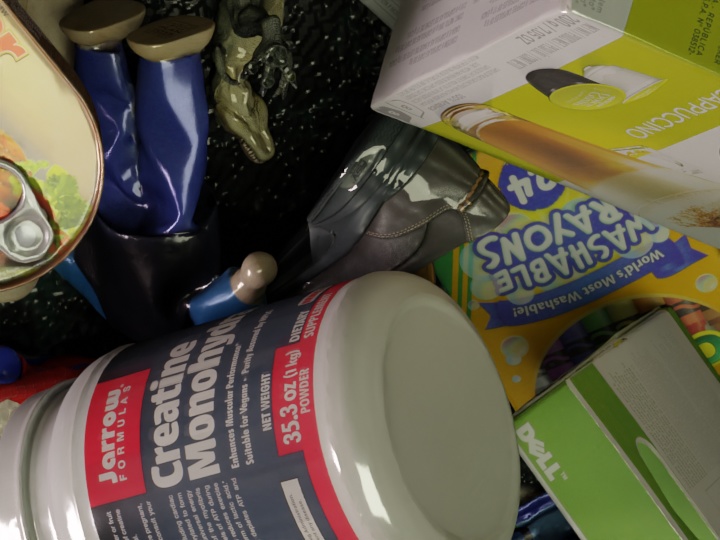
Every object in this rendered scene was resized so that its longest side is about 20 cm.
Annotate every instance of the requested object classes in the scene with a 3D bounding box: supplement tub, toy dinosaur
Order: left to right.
[{"bbox_3d":[-0.045,0.088,1.294,0.200,0.140,0.141,-17,120,29],"label":"supplement tub"},{"bbox_3d":[-0.037,-0.131,1.333,0.047,0.088,0.200,3,115,-22],"label":"toy dinosaur"}]

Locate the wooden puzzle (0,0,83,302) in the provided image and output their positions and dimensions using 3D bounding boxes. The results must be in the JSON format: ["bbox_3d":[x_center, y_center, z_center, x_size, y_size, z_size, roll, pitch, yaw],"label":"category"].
[{"bbox_3d":[-0.231,-0.078,1.353,0.199,0.037,0.185,6,113,-13],"label":"wooden puzzle"}]

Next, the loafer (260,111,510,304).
[{"bbox_3d":[0.000,0.000,1.361,0.072,0.073,0.200,34,148,-3],"label":"loafer"}]

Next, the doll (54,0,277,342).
[{"bbox_3d":[-0.091,-0.018,1.359,0.136,0.048,0.201,16,121,33],"label":"doll"}]

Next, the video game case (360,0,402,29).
[{"bbox_3d":[0.126,-0.146,1.392,0.182,0.023,0.200,40,101,-23],"label":"video game case"}]

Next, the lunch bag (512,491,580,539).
[{"bbox_3d":[0.120,0.186,1.519,0.200,0.094,0.151,-25,117,20],"label":"lunch bag"}]

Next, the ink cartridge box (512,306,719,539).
[{"bbox_3d":[0.129,0.106,1.312,0.076,0.200,0.148,-37,85,19],"label":"ink cartridge box"}]

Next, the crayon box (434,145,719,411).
[{"bbox_3d":[0.111,0.001,1.420,0.125,0.052,0.200,-23,121,15],"label":"crayon box"}]

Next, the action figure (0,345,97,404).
[{"bbox_3d":[-0.179,0.045,1.395,0.200,0.065,0.052,18,82,-27],"label":"action figure"}]

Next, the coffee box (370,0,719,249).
[{"bbox_3d":[0.152,-0.140,1.238,0.197,0.200,0.200,22,76,-18],"label":"coffee box"}]

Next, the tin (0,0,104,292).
[{"bbox_3d":[-0.186,-0.081,1.218,0.112,0.042,0.200,-33,108,12],"label":"tin"}]
